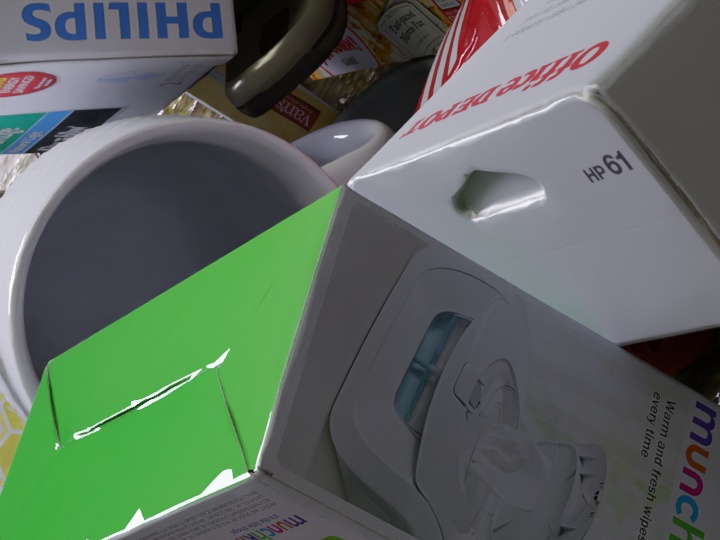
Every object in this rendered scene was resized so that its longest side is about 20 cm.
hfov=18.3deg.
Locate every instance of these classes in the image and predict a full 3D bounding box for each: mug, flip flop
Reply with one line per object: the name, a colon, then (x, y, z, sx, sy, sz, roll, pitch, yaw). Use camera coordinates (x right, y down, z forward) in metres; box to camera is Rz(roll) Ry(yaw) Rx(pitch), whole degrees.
mug: (-0.068, -0.004, 0.937, 0.200, 0.148, 0.175, -33, 13, -14)
flip flop: (-0.050, -0.133, 1.017, 0.081, 0.057, 0.200, -46, 21, 19)

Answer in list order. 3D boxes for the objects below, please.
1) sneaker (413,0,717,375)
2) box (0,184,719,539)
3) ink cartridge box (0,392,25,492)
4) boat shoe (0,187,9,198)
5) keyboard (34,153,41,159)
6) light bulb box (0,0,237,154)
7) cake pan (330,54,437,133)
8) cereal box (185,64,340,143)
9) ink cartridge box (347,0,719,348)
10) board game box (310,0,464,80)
sneaker: (0.074, -0.031, 0.819, 0.116, 0.078, 0.201, 124, 149, -54)
box: (0.002, 0.082, 0.694, 0.200, 0.176, 0.097, -29, 39, 54)
ink cartridge box: (-0.181, 0.069, 1.082, 0.048, 0.199, 0.146, 67, -139, -83)
boat shoe: (-0.187, -0.005, 1.155, 0.200, 0.072, 0.076, -38, 34, 42)
keyboard: (-0.128, -0.065, 1.268, 0.200, 0.104, 0.040, 10, 82, 67)
light bulb box: (-0.150, -0.167, 1.011, 0.198, 0.124, 0.201, 158, 107, -67)
cake pan: (0.000, 0.000, 0.994, 0.200, 0.037, 0.201, -48, 24, 30)
cereal box: (-0.100, -0.126, 1.235, 0.040, 0.144, 0.200, -58, 22, 3)
ink cartridge box: (0.110, -0.069, 0.681, 0.200, 0.085, 0.144, -45, 13, -26)
board game box: (0.049, -0.163, 1.030, 0.152, 0.046, 0.200, -51, 18, -17)
